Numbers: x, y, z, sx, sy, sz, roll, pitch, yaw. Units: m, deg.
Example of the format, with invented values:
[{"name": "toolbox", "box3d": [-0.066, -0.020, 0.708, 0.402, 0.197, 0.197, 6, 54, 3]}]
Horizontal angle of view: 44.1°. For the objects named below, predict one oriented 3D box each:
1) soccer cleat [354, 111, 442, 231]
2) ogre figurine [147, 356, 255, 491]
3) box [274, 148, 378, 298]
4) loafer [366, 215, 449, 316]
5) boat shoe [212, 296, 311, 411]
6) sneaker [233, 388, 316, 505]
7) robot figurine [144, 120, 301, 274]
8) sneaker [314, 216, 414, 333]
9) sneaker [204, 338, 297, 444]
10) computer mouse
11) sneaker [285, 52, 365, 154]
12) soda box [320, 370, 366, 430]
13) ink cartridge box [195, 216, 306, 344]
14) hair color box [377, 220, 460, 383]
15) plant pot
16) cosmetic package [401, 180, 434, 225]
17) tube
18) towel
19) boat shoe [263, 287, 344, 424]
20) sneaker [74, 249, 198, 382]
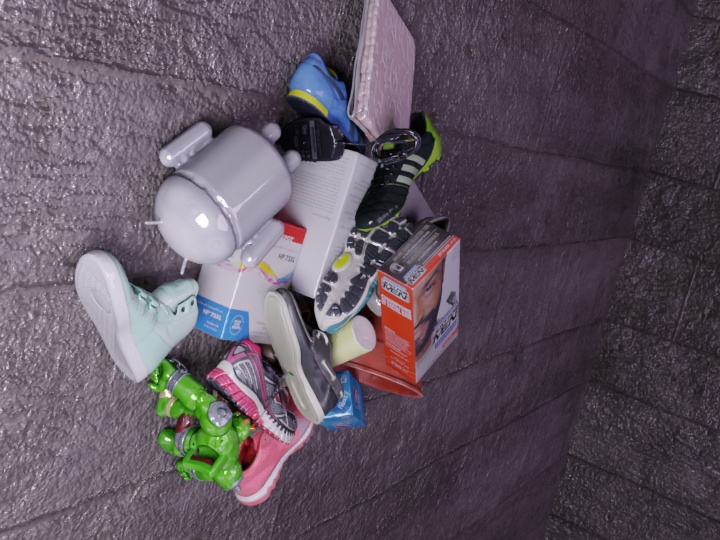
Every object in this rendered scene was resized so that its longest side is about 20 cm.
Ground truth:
[{"name": "soccer cleat", "box3d": [0.043, -0.134, 1.198, 0.201, 0.067, 0.082, -53, 129, -33]}, {"name": "ogre figurine", "box3d": [-0.202, 0.208, 1.122, 0.097, 0.118, 0.204, -21, 126, -52]}, {"name": "box", "box3d": [-0.040, -0.065, 1.253, 0.152, 0.105, 0.204, 14, 94, -62]}, {"name": "loafer", "box3d": [0.070, -0.014, 1.282, 0.070, 0.070, 0.201, -35, -165, 49]}, {"name": "boat shoe", "box3d": [-0.137, 0.121, 1.236, 0.202, 0.067, 0.072, -60, 150, -18]}, {"name": "sneaker", "box3d": [-0.131, 0.246, 1.319, 0.202, 0.073, 0.087, -60, 145, -22]}, {"name": "robot figurine", "box3d": [-0.156, -0.086, 1.023, 0.170, 0.112, 0.200, 51, 60, -10]}, {"name": "sneaker", "box3d": [0.000, 0.000, 1.200, 0.201, 0.077, 0.080, -50, 164, -25]}, {"name": "sneaker", "box3d": [-0.124, 0.165, 1.167, 0.075, 0.080, 0.201, -52, 148, -15]}, {"name": "computer mouse", "box3d": [-0.014, -0.169, 1.151, 0.034, 0.196, 0.060, -42, 134, -62]}, {"name": "sneaker", "box3d": [-0.033, -0.222, 1.217, 0.200, 0.065, 0.080, 42, 67, -59]}, {"name": "soda box", "box3d": [-0.034, 0.206, 1.392, 0.200, 0.063, 0.069, 69, 13, -75]}, {"name": "ink cartridge box", "box3d": [-0.140, -0.014, 1.149, 0.116, 0.066, 0.204, 13, 95, -61]}, {"name": "hair color box", "box3d": [0.083, 0.047, 1.220, 0.111, 0.063, 0.202, -44, 146, -29]}, {"name": "plant pot", "box3d": [0.030, 0.073, 1.391, 0.200, 0.197, 0.199, 38, 66, -60]}, {"name": "cosmetic package", "box3d": [0.054, -0.078, 1.414, 0.091, 0.105, 0.201, -61, 152, -16]}, {"name": "tube", "box3d": [-0.066, 0.122, 1.253, 0.057, 0.198, 0.053, 6, 62, -49]}, {"name": "towel", "box3d": [0.035, -0.272, 1.276, 0.191, 0.032, 0.205, 36, 59, -65]}, {"name": "boat shoe", "box3d": [-0.073, 0.103, 1.166, 0.067, 0.071, 0.203, -34, 122, -26]}, {"name": "sneaker", "box3d": [-0.241, 0.023, 0.987, 0.118, 0.073, 0.202, -45, 152, -28]}]
